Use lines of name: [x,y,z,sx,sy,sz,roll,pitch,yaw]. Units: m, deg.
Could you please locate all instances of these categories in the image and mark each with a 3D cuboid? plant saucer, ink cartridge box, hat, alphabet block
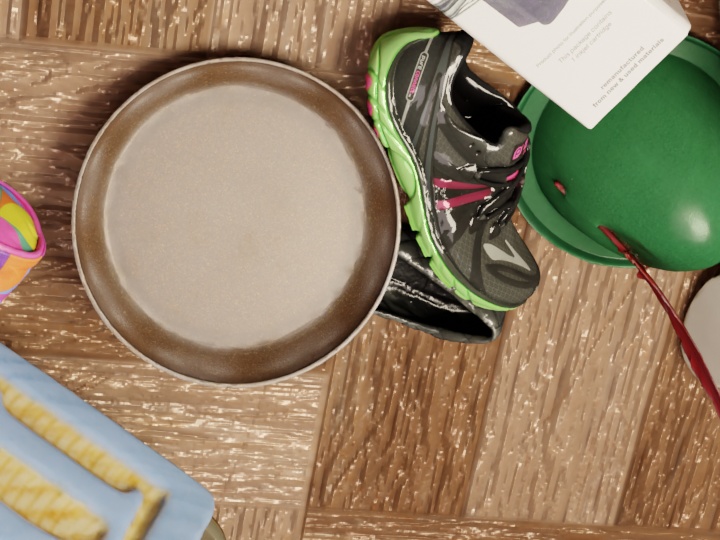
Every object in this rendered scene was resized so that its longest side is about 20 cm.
plant saucer: [-0.075,-0.030,1.419,0.198,0.032,0.202,-1,100,-6]
ink cartridge box: [0.070,-0.192,1.269,0.200,0.145,0.084,36,111,-27]
hat: [0.192,-0.023,1.405,0.199,0.177,0.166,35,112,-26]
alphabet block: [-0.236,0.199,1.436,0.195,0.197,0.200,35,122,-2]

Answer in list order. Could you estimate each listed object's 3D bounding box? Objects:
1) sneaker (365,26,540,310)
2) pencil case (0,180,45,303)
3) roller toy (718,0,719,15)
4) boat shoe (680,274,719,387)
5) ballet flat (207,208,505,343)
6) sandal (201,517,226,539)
sneaker: [0.069,-0.058,1.416,0.083,0.077,0.201,-13,123,22]
pencil case: [-0.280,0.027,1.429,0.088,0.089,0.200,36,110,-26]
roller toy: [0.277,-0.142,1.336,0.139,0.201,0.183,-8,143,-2]
boat shoe: [0.294,0.005,1.503,0.092,0.075,0.200,-11,154,-39]
ballet flat: [0.000,0.000,1.465,0.198,0.057,0.067,11,121,-14]
sandal: [-0.164,0.158,1.543,0.080,0.054,0.200,-41,117,17]
